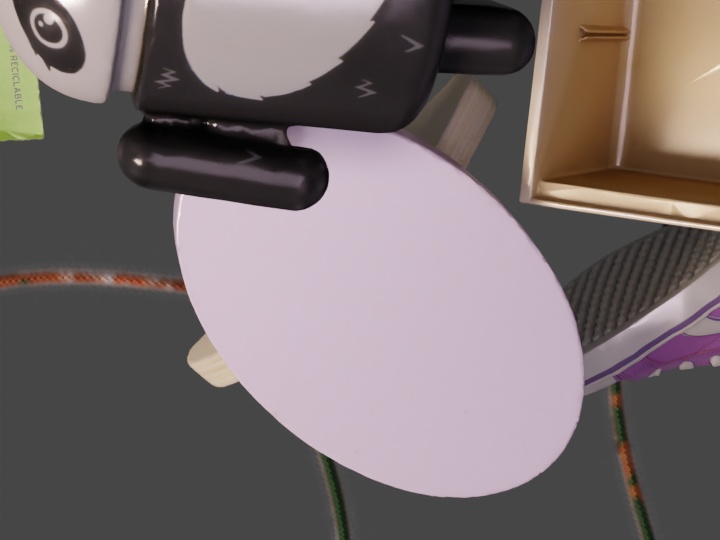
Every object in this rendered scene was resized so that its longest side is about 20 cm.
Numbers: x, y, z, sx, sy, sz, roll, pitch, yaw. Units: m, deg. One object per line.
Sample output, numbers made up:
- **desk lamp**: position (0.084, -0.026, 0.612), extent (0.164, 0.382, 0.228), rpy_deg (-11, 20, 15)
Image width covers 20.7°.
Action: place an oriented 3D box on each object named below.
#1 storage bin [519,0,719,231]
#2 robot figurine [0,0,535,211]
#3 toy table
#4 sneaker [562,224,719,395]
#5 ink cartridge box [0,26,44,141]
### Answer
- **storage bin**: position (0.182, -0.116, 0.789), extent (0.198, 0.094, 0.201), rpy_deg (10, 100, 27)
- **robot figurine**: position (-0.035, -0.114, 0.717), extent (0.199, 0.151, 0.125), rpy_deg (5, 152, -10)
- **toy table**: position (0.000, 0.000, 0.849), extent (0.184, 0.117, 0.200), rpy_deg (-35, 111, 3)
- **sneaker**: position (0.178, 0.029, 0.918), extent (0.200, 0.073, 0.114), rpy_deg (-29, 115, 0)
- **ink cartridge box**: position (-0.234, -0.104, 0.790), extent (0.199, 0.076, 0.148), rpy_deg (-6, 110, -7)
